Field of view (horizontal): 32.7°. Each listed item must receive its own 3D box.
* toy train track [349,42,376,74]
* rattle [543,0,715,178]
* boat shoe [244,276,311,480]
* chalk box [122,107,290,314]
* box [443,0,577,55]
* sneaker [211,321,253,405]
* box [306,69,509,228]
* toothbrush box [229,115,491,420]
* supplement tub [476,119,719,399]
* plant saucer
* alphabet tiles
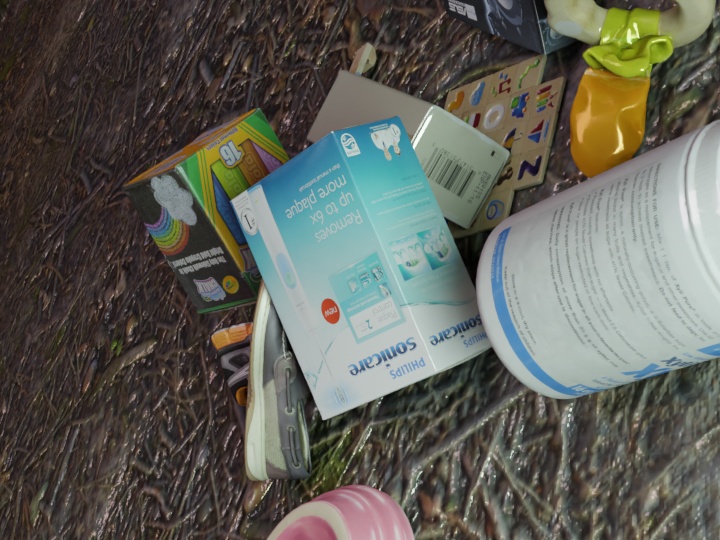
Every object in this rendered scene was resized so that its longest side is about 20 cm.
[{"bbox_3d":[-0.017,-0.153,1.305,0.114,0.032,0.201,-26,39,57],"label":"toy train track"},{"bbox_3d":[0.188,-0.173,0.852,0.143,0.130,0.200,-58,4,-17],"label":"rattle"},{"bbox_3d":[-0.065,0.092,1.078,0.072,0.064,0.202,-78,-7,-75],"label":"boat shoe"},{"bbox_3d":[-0.121,-0.039,1.248,0.124,0.201,0.124,-40,18,-34],"label":"chalk box"},{"bbox_3d":[0.116,-0.289,1.079,0.043,0.161,0.200,-24,29,-12],"label":"box"},{"bbox_3d":[-0.059,0.078,1.150,0.199,0.078,0.078,-17,81,46],"label":"sneaker"},{"bbox_3d":[0.037,-0.114,1.106,0.078,0.095,0.200,-61,28,4],"label":"box"},{"bbox_3d":[0.000,0.000,0.989,0.146,0.085,0.201,-26,86,45],"label":"toothbrush box"},{"bbox_3d":[0.180,-0.003,0.760,0.199,0.131,0.133,-24,47,49],"label":"supplement tub"},{"bbox_3d":[-0.035,0.263,0.970,0.200,0.051,0.202,-39,37,37],"label":"plant saucer"},{"bbox_3d":[0.103,-0.103,1.093,0.199,0.006,0.168,-14,55,54],"label":"alphabet tiles"}]
